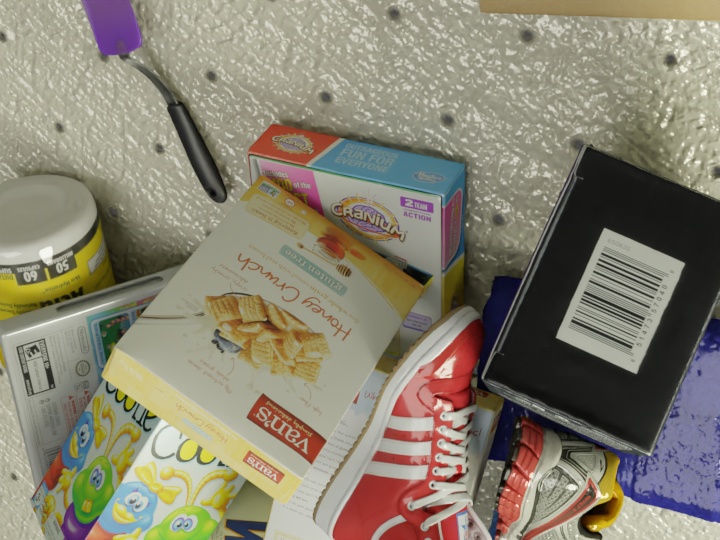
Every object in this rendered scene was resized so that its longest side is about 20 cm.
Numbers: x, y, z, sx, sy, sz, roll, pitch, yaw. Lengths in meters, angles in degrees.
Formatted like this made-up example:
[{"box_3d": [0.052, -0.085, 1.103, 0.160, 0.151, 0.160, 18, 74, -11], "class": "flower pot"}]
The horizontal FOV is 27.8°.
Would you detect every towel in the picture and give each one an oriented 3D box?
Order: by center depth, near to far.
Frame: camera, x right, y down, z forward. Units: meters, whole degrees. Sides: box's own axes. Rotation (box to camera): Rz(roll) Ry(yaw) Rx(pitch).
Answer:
[{"box_3d": [0.182, 0.088, 1.040, 0.199, 0.050, 0.149, 12, 109, 21], "class": "towel"}]

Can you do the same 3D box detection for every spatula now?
[{"box_3d": [-0.149, -0.133, 1.076, 0.056, 0.021, 0.200, -3, 127, 46], "class": "spatula"}]

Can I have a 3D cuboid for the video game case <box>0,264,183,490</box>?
[{"box_3d": [-0.192, 0.096, 1.197, 0.024, 0.181, 0.201, 51, 152, 46], "class": "video game case"}]

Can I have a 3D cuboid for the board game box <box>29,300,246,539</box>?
[{"box_3d": [-0.159, 0.145, 1.153, 0.105, 0.103, 0.201, 24, 105, -36], "class": "board game box"}]

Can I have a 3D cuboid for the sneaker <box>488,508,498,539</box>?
[{"box_3d": [0.128, 0.217, 1.137, 0.076, 0.111, 0.201, 23, 133, 12], "class": "sneaker"}]

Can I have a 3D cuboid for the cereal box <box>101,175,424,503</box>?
[{"box_3d": [-0.058, 0.039, 0.960, 0.144, 0.200, 0.040, 34, 135, 0], "class": "cereal box"}]

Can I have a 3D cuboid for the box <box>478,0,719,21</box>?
[{"box_3d": [0.153, -0.222, 0.834, 0.199, 0.021, 0.164, 7, 128, 26], "class": "box"}]

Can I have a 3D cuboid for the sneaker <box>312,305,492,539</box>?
[{"box_3d": [0.055, 0.129, 0.970, 0.112, 0.071, 0.201, 41, 117, 26], "class": "sneaker"}]

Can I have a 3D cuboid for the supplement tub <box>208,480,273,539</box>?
[{"box_3d": [-0.042, 0.222, 1.214, 0.199, 0.145, 0.146, -3, 124, 31], "class": "supplement tub"}]

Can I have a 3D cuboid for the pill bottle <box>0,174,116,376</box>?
[{"box_3d": [-0.254, 0.031, 1.205, 0.111, 0.111, 0.201, 9, 130, 23], "class": "pill bottle"}]

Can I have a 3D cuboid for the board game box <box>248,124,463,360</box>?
[{"box_3d": [0.000, 0.000, 1.075, 0.152, 0.040, 0.201, 14, 131, 19], "class": "board game box"}]

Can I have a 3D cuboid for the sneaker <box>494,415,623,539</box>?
[{"box_3d": [0.136, 0.170, 1.005, 0.082, 0.078, 0.200, 13, 155, 10], "class": "sneaker"}]

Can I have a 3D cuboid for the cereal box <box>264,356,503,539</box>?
[{"box_3d": [0.011, 0.165, 1.070, 0.143, 0.040, 0.201, 19, 105, 14], "class": "cereal box"}]

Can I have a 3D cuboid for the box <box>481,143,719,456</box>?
[{"box_3d": [0.150, 0.026, 0.882, 0.104, 0.149, 0.200, 24, 175, 8], "class": "box"}]
